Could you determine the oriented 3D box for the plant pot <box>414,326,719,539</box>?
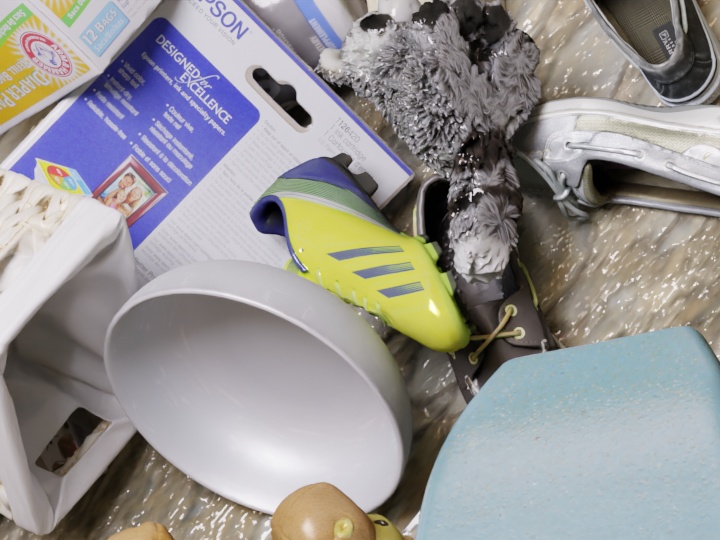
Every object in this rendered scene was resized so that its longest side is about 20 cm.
[{"bbox_3d":[0.144,0.147,1.427,0.196,0.196,0.201,-12,54,21],"label":"plant pot"}]

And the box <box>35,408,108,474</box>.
[{"bbox_3d":[-0.224,0.059,1.791,0.039,0.041,0.200,-32,59,10],"label":"box"}]

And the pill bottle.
[{"bbox_3d":[-0.097,-0.141,1.771,0.200,0.114,0.114,-32,58,12],"label":"pill bottle"}]

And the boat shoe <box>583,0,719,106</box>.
[{"bbox_3d":[0.171,-0.191,1.682,0.072,0.071,0.200,-35,57,9],"label":"boat shoe"}]

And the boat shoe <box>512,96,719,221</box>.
[{"bbox_3d":[0.165,-0.061,1.630,0.201,0.074,0.065,3,65,20],"label":"boat shoe"}]

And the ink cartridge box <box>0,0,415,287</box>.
[{"bbox_3d":[-0.103,-0.059,1.709,0.200,0.047,0.198,-46,100,-1],"label":"ink cartridge box"}]

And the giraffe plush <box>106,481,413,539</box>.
[{"bbox_3d":[-0.035,0.198,1.565,0.162,0.200,0.173,-36,51,-8],"label":"giraffe plush"}]

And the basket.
[{"bbox_3d":[-0.218,0.043,1.654,0.123,0.200,0.136,26,58,22],"label":"basket"}]

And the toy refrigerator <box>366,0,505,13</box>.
[{"bbox_3d":[0.040,-0.248,1.775,0.076,0.070,0.201,-17,61,20],"label":"toy refrigerator"}]

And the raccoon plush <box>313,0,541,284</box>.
[{"bbox_3d":[0.029,-0.084,1.637,0.134,0.097,0.201,-17,56,49],"label":"raccoon plush"}]

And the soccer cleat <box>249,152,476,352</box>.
[{"bbox_3d":[0.000,0.000,1.618,0.084,0.065,0.200,-30,42,-11],"label":"soccer cleat"}]

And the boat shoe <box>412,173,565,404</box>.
[{"bbox_3d":[0.078,0.031,1.638,0.072,0.061,0.202,-27,59,13],"label":"boat shoe"}]

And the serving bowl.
[{"bbox_3d":[-0.053,0.063,1.627,0.199,0.200,0.066,6,45,28],"label":"serving bowl"}]

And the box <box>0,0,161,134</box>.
[{"bbox_3d":[-0.210,-0.173,1.709,0.113,0.101,0.200,-54,17,-28],"label":"box"}]
